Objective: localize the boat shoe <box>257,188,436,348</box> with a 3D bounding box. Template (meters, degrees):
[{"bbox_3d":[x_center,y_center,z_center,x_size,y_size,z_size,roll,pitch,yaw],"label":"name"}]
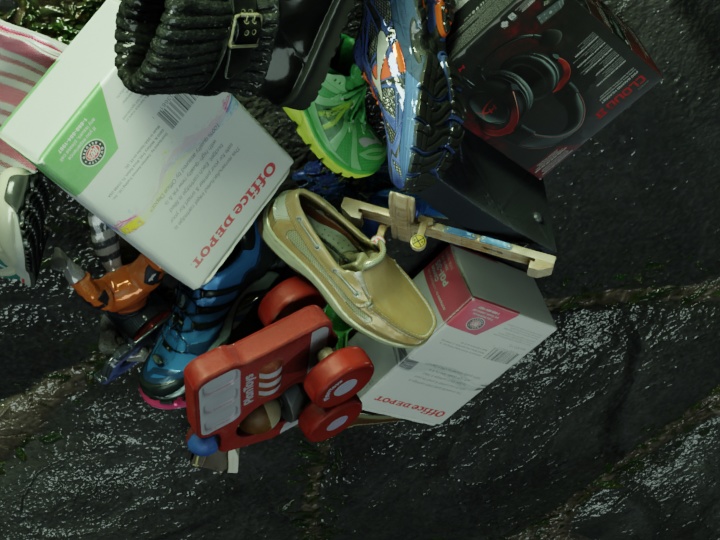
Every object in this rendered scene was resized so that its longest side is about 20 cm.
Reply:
[{"bbox_3d":[0.000,0.000,0.990,0.200,0.072,0.076,36,146,-19],"label":"boat shoe"}]

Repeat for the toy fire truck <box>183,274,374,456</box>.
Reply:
[{"bbox_3d":[-0.090,0.108,1.037,0.168,0.112,0.200,-24,154,-22],"label":"toy fire truck"}]

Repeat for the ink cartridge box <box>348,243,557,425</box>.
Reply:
[{"bbox_3d":[0.094,0.077,1.232,0.146,0.083,0.200,19,129,-40],"label":"ink cartridge box"}]

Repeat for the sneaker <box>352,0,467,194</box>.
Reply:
[{"bbox_3d":[0.035,-0.160,0.892,0.078,0.201,0.075,-6,173,38],"label":"sneaker"}]

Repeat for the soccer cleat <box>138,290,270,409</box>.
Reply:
[{"bbox_3d":[-0.136,0.087,1.162,0.200,0.070,0.086,-30,172,0],"label":"soccer cleat"}]

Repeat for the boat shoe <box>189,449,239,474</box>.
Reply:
[{"bbox_3d":[-0.167,0.160,1.260,0.059,0.072,0.200,2,134,-5],"label":"boat shoe"}]

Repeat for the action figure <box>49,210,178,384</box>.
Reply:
[{"bbox_3d":[-0.204,0.006,1.083,0.200,0.105,0.194,-35,152,-21],"label":"action figure"}]

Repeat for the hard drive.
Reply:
[{"bbox_3d":[0.101,-0.096,1.009,0.042,0.135,0.200,-30,139,33],"label":"hard drive"}]

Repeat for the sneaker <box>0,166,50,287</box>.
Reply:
[{"bbox_3d":[-0.315,-0.038,0.926,0.093,0.071,0.200,14,163,-11],"label":"sneaker"}]

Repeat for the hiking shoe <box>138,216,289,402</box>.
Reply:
[{"bbox_3d":[-0.152,0.026,1.025,0.200,0.074,0.087,-56,138,-9],"label":"hiking shoe"}]

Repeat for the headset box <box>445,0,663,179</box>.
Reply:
[{"bbox_3d":[0.157,-0.180,0.973,0.149,0.075,0.200,-40,134,25],"label":"headset box"}]

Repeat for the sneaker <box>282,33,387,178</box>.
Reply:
[{"bbox_3d":[-0.021,-0.152,0.949,0.083,0.074,0.200,-24,139,16],"label":"sneaker"}]

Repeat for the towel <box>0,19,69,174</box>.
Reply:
[{"bbox_3d":[-0.326,-0.126,0.915,0.146,0.030,0.200,16,131,-31],"label":"towel"}]

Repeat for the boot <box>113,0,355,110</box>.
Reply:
[{"bbox_3d":[-0.081,-0.217,0.794,0.158,0.079,0.212,5,110,-37],"label":"boot"}]

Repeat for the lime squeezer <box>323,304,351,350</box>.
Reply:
[{"bbox_3d":[-0.026,0.042,1.125,0.038,0.071,0.200,11,137,14],"label":"lime squeezer"}]

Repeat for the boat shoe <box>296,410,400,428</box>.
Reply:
[{"bbox_3d":[-0.044,0.151,1.294,0.199,0.076,0.074,9,140,-15],"label":"boat shoe"}]

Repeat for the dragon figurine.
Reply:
[{"bbox_3d":[0.035,-0.073,1.067,0.199,0.059,0.100,-7,139,-8],"label":"dragon figurine"}]

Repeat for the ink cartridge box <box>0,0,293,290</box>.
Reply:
[{"bbox_3d":[-0.169,-0.099,0.906,0.145,0.087,0.200,-54,135,-8],"label":"ink cartridge box"}]

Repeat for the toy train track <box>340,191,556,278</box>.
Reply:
[{"bbox_3d":[0.075,-0.022,0.997,0.199,0.033,0.115,16,164,9],"label":"toy train track"}]
